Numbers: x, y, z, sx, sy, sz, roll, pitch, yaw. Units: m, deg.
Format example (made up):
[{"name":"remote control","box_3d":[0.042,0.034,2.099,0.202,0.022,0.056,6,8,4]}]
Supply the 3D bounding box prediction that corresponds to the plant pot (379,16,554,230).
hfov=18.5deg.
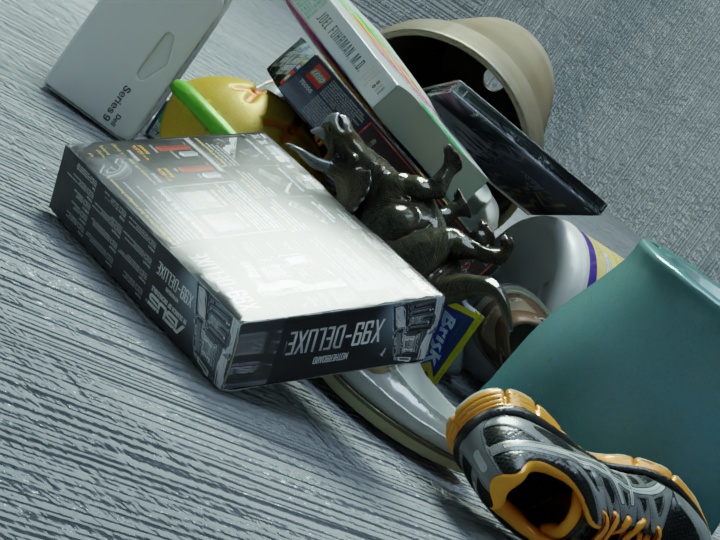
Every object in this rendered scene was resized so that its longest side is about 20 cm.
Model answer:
[{"name":"plant pot","box_3d":[0.090,-0.147,1.984,0.200,0.201,0.174,37,34,6]}]

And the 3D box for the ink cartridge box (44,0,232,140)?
[{"name":"ink cartridge box","box_3d":[-0.167,-0.194,1.757,0.084,0.146,0.200,35,9,-6]}]

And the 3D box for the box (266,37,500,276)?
[{"name":"box","box_3d":[0.014,-0.075,1.580,0.200,0.040,0.137,49,2,-11]}]

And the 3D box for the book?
[{"name":"book","box_3d":[0.007,-0.145,1.632,0.134,0.048,0.200,45,7,-46]}]

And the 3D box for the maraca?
[{"name":"maraca","box_3d":[-0.071,-0.060,1.571,0.200,0.107,0.137,49,-1,22]}]

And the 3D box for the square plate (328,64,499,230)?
[{"name":"square plate","box_3d":[0.041,-0.101,1.817,0.200,0.028,0.198,48,16,0]}]

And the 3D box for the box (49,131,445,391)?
[{"name":"box","box_3d":[-0.070,-0.011,1.328,0.157,0.050,0.200,-7,38,-41]}]

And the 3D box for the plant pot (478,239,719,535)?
[{"name":"plant pot","box_3d":[0.197,0.091,1.534,0.199,0.188,0.200,35,9,-7]}]

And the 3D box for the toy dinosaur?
[{"name":"toy dinosaur","box_3d":[0.038,-0.019,1.464,0.201,0.102,0.077,60,-11,26]}]

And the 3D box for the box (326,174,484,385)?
[{"name":"box","box_3d":[0.000,0.000,1.634,0.064,0.070,0.200,27,13,-47]}]

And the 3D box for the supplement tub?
[{"name":"supplement tub","box_3d":[0.190,0.060,1.796,0.199,0.146,0.145,31,10,-29]}]

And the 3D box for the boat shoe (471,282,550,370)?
[{"name":"boat shoe","box_3d":[0.158,0.096,1.668,0.200,0.076,0.072,43,3,-21]}]

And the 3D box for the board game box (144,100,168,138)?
[{"name":"board game box","box_3d":[-0.074,-0.071,1.827,0.199,0.035,0.135,36,9,7]}]

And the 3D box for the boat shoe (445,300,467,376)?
[{"name":"boat shoe","box_3d":[0.047,0.024,1.738,0.063,0.071,0.200,2,24,-6]}]

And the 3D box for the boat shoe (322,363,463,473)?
[{"name":"boat shoe","box_3d":[0.006,0.048,1.414,0.200,0.069,0.075,39,5,7]}]

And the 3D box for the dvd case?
[{"name":"dvd case","box_3d":[0.106,-0.093,1.729,0.148,0.016,0.200,39,-5,-10]}]

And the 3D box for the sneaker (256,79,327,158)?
[{"name":"sneaker","box_3d":[-0.014,-0.095,1.837,0.199,0.078,0.077,27,25,-28]}]

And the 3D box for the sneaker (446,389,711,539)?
[{"name":"sneaker","box_3d":[0.139,0.151,1.365,0.199,0.078,0.077,28,22,-22]}]
